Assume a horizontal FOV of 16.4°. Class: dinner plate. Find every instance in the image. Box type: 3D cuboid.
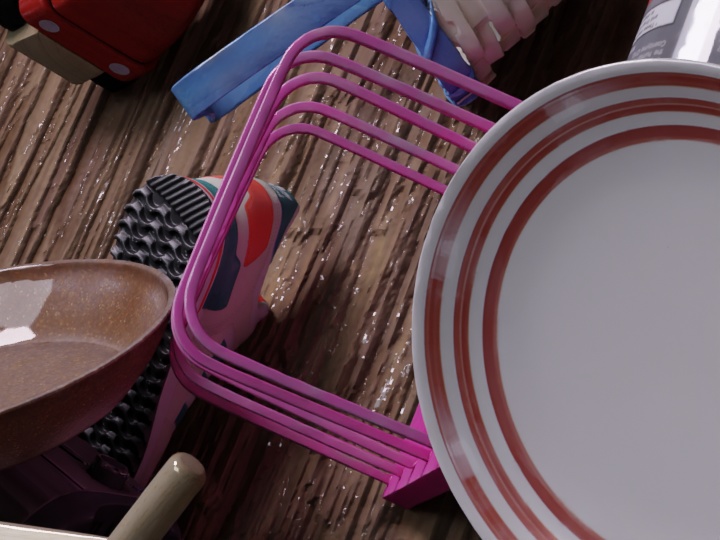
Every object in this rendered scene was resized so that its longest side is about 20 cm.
[{"bbox_3d":[0.106,0.030,0.815,0.199,0.024,0.201,9,106,31],"label":"dinner plate"}]

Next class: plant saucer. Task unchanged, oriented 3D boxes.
[{"bbox_3d":[-0.169,0.048,1.033,0.199,0.037,0.201,-12,19,4],"label":"plant saucer"}]

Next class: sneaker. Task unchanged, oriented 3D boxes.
[{"bbox_3d":[-0.086,0.040,1.171,0.070,0.093,0.201,40,120,28],"label":"sneaker"}]

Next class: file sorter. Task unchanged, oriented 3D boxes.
[{"bbox_3d":[0.000,0.000,0.975,0.200,0.125,0.140,123,170,-80],"label":"file sorter"}]

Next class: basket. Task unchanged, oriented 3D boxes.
[{"bbox_3d":[0.005,-0.130,1.117,0.200,0.139,0.176,-39,4,1],"label":"basket"}]

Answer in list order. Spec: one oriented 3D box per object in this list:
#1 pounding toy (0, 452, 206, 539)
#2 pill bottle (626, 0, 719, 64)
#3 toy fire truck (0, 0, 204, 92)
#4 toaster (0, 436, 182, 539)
[{"bbox_3d":[-0.135,0.162,0.936,0.199,0.142,0.185,5,77,24],"label":"pounding toy"},{"bbox_3d":[0.136,-0.013,0.940,0.115,0.116,0.201,3,64,46],"label":"pill bottle"},{"bbox_3d":[-0.087,-0.195,1.321,0.200,0.128,0.177,-17,50,50],"label":"toy fire truck"},{"bbox_3d":[-0.182,0.146,1.119,0.129,0.113,0.201,40,104,34],"label":"toaster"}]
